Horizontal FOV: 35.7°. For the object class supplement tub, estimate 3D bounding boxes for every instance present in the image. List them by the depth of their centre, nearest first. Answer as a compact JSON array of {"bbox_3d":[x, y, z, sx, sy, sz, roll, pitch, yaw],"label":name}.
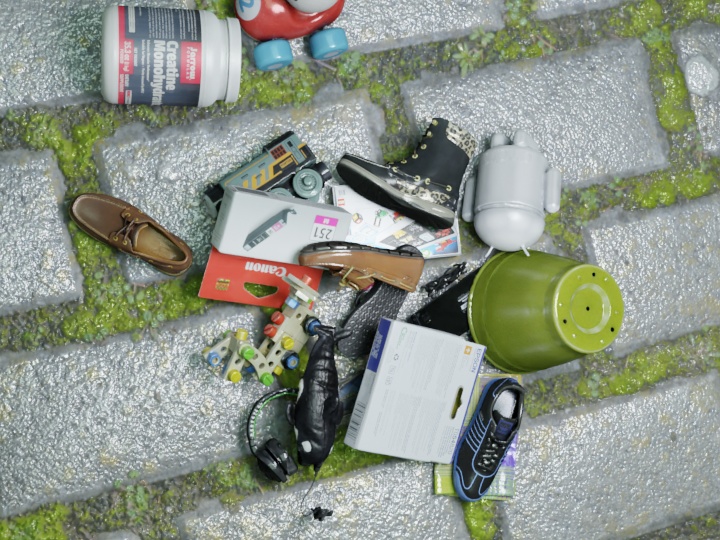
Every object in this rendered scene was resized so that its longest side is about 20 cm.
[{"bbox_3d":[-0.280,-0.313,1.645,0.197,0.140,0.142,0,86,-13],"label":"supplement tub"}]

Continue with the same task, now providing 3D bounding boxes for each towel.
[{"bbox_3d":[0.186,0.259,1.775,0.142,0.023,0.203,7,84,-14],"label":"towel"}]

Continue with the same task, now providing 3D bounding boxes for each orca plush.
[{"bbox_3d":[-0.041,0.182,1.624,0.105,0.071,0.202,30,72,-36],"label":"orca plush"}]

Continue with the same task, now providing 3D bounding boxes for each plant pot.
[{"bbox_3d":[0.296,0.059,1.712,0.198,0.192,0.203,2,86,-24],"label":"plant pot"}]

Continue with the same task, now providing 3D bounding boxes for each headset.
[{"bbox_3d":[-0.094,0.275,1.668,0.122,0.094,0.202,-19,89,-14],"label":"headset"}]

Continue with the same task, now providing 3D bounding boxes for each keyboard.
[{"bbox_3d":[0.159,0.038,1.779,0.199,0.039,0.105,-33,107,-24],"label":"keyboard"}]

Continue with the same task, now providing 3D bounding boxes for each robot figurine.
[{"bbox_3d":[0.236,-0.117,1.760,0.113,0.168,0.203,27,63,-49],"label":"robot figurine"}]

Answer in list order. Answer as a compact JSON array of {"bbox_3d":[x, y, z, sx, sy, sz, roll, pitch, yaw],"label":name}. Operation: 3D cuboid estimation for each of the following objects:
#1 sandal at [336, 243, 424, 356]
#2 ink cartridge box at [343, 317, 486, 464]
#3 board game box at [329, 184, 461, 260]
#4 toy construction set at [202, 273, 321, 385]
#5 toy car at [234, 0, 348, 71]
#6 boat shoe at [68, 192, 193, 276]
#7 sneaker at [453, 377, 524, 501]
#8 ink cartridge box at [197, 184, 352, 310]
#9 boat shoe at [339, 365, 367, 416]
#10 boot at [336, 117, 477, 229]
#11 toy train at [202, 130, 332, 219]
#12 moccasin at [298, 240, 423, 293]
[{"bbox_3d":[0.029,0.048,1.737,0.075,0.045,0.201,38,81,-29],"label":"sandal"},{"bbox_3d":[0.085,0.186,1.698,0.198,0.040,0.202,17,90,-38],"label":"ink cartridge box"},{"bbox_3d":[0.055,-0.076,1.762,0.197,0.035,0.128,-5,86,-14],"label":"board game box"},{"bbox_3d":[-0.129,0.087,1.659,0.200,0.092,0.131,-47,127,9],"label":"toy construction set"},{"bbox_3d":[-0.095,-0.422,1.668,0.175,0.200,0.187,-14,89,-14],"label":"toy car"},{"bbox_3d":[-0.335,-0.059,1.650,0.199,0.068,0.073,29,80,-10],"label":"boat shoe"},{"bbox_3d":[0.200,0.261,1.726,0.069,0.078,0.202,19,82,-12],"label":"sneaker"},{"bbox_3d":[-0.126,-0.023,1.651,0.198,0.043,0.176,9,105,-31],"label":"ink cartridge box"},{"bbox_3d":[0.030,0.168,1.721,0.198,0.066,0.071,-22,91,-14],"label":"boat shoe"},{"bbox_3d":[0.075,-0.170,1.727,0.202,0.073,0.155,25,73,-8],"label":"boot"},{"bbox_3d":[-0.142,-0.122,1.699,0.199,0.085,0.114,-35,82,-11],"label":"toy train"},{"bbox_3d":[-0.001,0.000,1.659,0.199,0.073,0.079,8,96,-34],"label":"moccasin"}]
